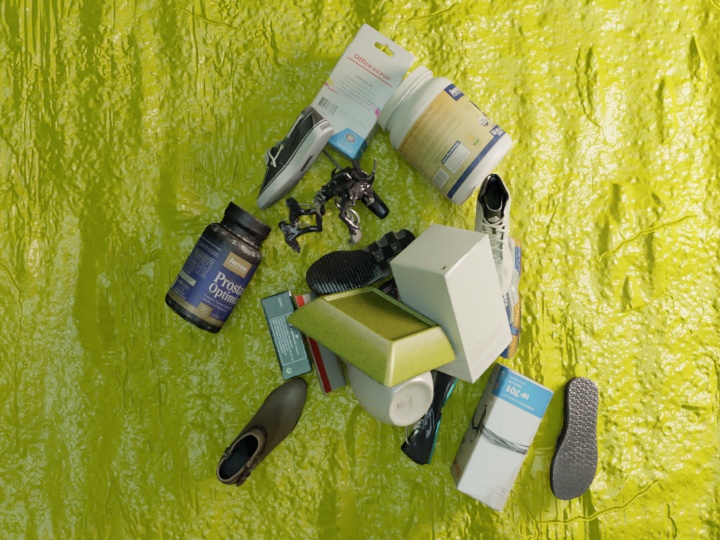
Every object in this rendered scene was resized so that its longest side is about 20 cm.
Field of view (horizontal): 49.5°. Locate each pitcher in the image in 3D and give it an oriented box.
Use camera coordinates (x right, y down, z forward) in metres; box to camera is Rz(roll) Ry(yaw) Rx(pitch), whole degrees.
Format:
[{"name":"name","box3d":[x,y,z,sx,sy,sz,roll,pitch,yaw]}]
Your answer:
[{"name":"pitcher","box3d":[0.033,0.172,1.241,0.119,0.200,0.175,-20,125,-19]}]

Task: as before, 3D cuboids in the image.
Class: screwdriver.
[{"name":"screwdriver","box3d":[-0.020,-0.168,1.364,0.029,0.028,0.201,-33,78,-28]}]

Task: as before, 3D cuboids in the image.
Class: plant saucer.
[{"name":"plant saucer","box3d":[0.024,0.081,1.147,0.197,0.198,0.049,30,112,29]}]

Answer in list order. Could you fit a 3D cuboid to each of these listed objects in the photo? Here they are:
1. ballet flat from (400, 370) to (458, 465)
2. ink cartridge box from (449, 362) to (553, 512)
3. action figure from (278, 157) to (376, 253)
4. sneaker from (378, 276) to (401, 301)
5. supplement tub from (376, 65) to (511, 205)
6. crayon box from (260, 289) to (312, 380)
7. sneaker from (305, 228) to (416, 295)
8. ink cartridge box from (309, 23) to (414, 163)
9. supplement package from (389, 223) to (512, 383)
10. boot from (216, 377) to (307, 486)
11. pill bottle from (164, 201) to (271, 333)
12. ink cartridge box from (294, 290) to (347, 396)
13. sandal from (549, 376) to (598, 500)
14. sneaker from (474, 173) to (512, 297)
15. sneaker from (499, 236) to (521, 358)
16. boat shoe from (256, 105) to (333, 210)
[{"name":"ballet flat","box3d":[0.117,0.223,1.311,0.071,0.073,0.205,20,91,4]},{"name":"ink cartridge box","box3d":[0.224,0.263,1.261,0.084,0.146,0.204,25,89,3]},{"name":"action figure","box3d":[-0.037,-0.109,1.304,0.197,0.121,0.102,-25,131,26]},{"name":"sneaker","box3d":[0.075,0.035,1.317,0.085,0.080,0.203,28,88,6]},{"name":"supplement tub","box3d":[0.137,-0.225,1.293,0.200,0.144,0.145,43,90,4]},{"name":"crayon box","box3d":[-0.118,0.106,1.267,0.050,0.200,0.129,-16,86,-7]},{"name":"sneaker","box3d":[0.000,0.000,1.304,0.196,0.089,0.076,-19,76,-16]},{"name":"ink cartridge box","box3d":[-0.002,-0.301,1.343,0.114,0.068,0.202,33,90,5]},{"name":"supplement package","box3d":[0.144,0.049,1.220,0.117,0.115,0.204,-38,125,-30]},{"name":"boot","box3d":[-0.161,0.266,1.283,0.070,0.146,0.202,34,89,6]},{"name":"pill bottle","box3d":[-0.236,-0.007,1.319,0.110,0.112,0.203,31,90,4]},{"name":"ink cartridge box","box3d":[-0.062,0.113,1.258,0.049,0.200,0.166,-17,86,-7]},{"name":"sandal","box3d":[0.362,0.283,1.311,0.074,0.043,0.205,15,79,-3]},{"name":"sneaker","box3d":[0.203,-0.056,1.243,0.074,0.115,0.206,0,80,14]},{"name":"sneaker","box3d":[0.228,0.046,1.318,0.086,0.075,0.206,0,79,13]},{"name":"boat shoe","box3d":[-0.126,-0.189,1.317,0.068,0.073,0.200,47,125,9]}]
